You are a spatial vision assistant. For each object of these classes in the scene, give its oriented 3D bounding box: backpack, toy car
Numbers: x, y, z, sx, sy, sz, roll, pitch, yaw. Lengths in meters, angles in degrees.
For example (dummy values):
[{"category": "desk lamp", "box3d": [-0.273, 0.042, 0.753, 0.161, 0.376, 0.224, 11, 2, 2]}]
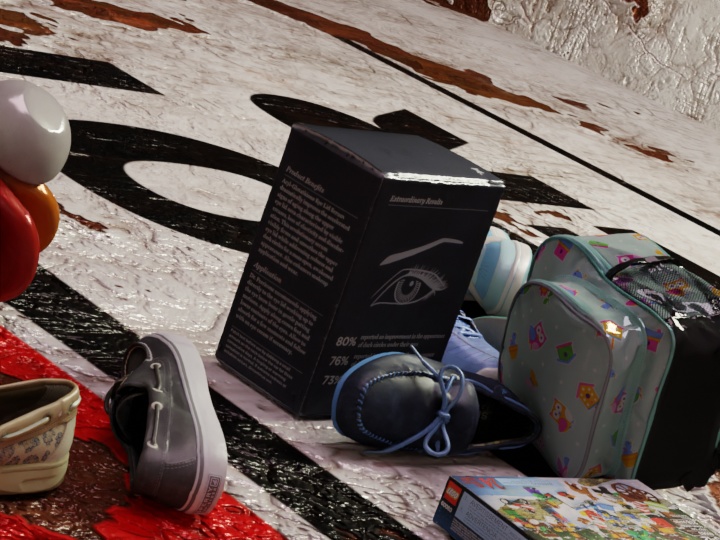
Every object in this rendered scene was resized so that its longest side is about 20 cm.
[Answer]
[{"category": "backpack", "box3d": [0.194, 0.065, 1.652, 0.153, 0.176, 0.200, -3, 31, -20]}, {"category": "toy car", "box3d": [-0.300, -0.043, 1.509, 0.200, 0.175, 0.150, 0, 60, -54]}]

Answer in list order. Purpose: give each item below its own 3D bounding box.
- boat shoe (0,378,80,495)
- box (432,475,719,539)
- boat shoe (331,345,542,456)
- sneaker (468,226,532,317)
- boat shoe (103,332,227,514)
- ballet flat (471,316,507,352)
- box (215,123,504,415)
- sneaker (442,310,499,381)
[{"category": "boat shoe", "box3d": [-0.246, 0.092, 1.205, 0.073, 0.063, 0.200, 30, 18, 33]}, {"category": "box", "box3d": [0.166, 0.190, 1.447, 0.200, 0.038, 0.137, 6, 19, -43]}, {"category": "boat shoe", "box3d": [0.063, 0.098, 1.555, 0.069, 0.084, 0.200, 17, 11, 40]}, {"category": "sneaker", "box3d": [0.086, -0.014, 2.024, 0.130, 0.080, 0.200, 19, 4, -11]}, {"category": "boat shoe", "box3d": [-0.133, 0.090, 1.359, 0.057, 0.069, 0.200, 14, 18, -21]}, {"category": "ballet flat", "box3d": [0.174, 0.093, 1.778, 0.200, 0.067, 0.064, 18, 43, 1]}, {"category": "box", "box3d": [0.000, 0.000, 1.598, 0.104, 0.200, 0.148, 31, 18, 38]}, {"category": "sneaker", "box3d": [0.052, 0.041, 1.770, 0.200, 0.077, 0.076, 31, 16, 33]}]
